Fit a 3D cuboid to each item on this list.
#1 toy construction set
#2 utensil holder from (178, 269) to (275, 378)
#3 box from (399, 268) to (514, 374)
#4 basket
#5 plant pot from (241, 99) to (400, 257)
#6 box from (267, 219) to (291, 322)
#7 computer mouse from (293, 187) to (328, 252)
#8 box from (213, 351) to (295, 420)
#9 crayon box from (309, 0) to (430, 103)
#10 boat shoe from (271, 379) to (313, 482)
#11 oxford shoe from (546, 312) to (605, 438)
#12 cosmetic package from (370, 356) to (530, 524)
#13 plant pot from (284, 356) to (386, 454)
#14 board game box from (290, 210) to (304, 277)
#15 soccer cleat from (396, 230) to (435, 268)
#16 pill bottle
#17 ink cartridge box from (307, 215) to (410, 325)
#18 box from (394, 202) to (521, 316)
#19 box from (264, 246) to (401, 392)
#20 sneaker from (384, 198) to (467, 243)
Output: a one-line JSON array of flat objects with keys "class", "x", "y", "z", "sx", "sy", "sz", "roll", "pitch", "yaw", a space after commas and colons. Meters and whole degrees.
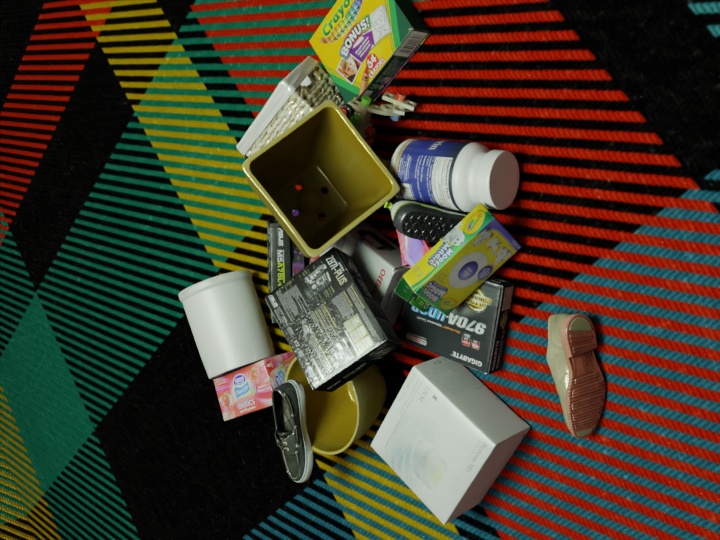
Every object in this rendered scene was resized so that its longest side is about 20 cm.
[{"class": "toy construction set", "x": 0.020, "y": -0.242, "z": 1.379, "sx": 0.131, "sy": 0.092, "sz": 0.201, "roll": 34, "pitch": 118, "yaw": 22}, {"class": "utensil holder", "x": -0.294, "y": 0.121, "z": 1.673, "sx": 0.169, "sy": 0.169, "sz": 0.201, "roll": -24, "pitch": 82, "yaw": 41}, {"class": "box", "x": 0.167, "y": 0.075, "z": 1.329, "sx": 0.199, "sy": 0.046, "sz": 0.160, "roll": 19, "pitch": 108, "yaw": 39}, {"class": "basket", "x": -0.125, "y": -0.287, "z": 1.453, "sx": 0.123, "sy": 0.136, "sz": 0.200, "roll": 40, "pitch": 132, "yaw": -8}, {"class": "plant pot", "x": -0.078, "y": -0.141, "z": 1.325, "sx": 0.196, "sy": 0.194, "sz": 0.200, "roll": 52, "pitch": 168, "yaw": 0}, {"class": "box", "x": -0.168, "y": -0.005, "z": 1.547, "sx": 0.200, "sy": 0.047, "sz": 0.195, "roll": -143, "pitch": 50, "yaw": -79}, {"class": "computer mouse", "x": -0.071, "y": -0.119, "z": 1.467, "sx": 0.059, "sy": 0.034, "sz": 0.201, "roll": 16, "pitch": 73, "yaw": 55}, {"class": "box", "x": -0.228, "y": 0.260, "z": 1.681, "sx": 0.199, "sy": 0.094, "sz": 0.103, "roll": -24, "pitch": 80, "yaw": 41}, {"class": "crayon box", "x": 0.011, "y": -0.431, "z": 1.386, "sx": 0.200, "sy": 0.058, "sz": 0.173, "roll": -45, "pitch": 67, "yaw": 37}, {"class": "boat shoe", "x": -0.138, "y": 0.312, "z": 1.441, "sx": 0.068, "sy": 0.056, "sz": 0.201, "roll": -2, "pitch": 95, "yaw": 42}, {"class": "oxford shoe", "x": 0.336, "y": 0.163, "z": 1.191, "sx": 0.074, "sy": 0.070, "sz": 0.201, "roll": -171, "pitch": 76, "yaw": -67}, {"class": "cosmetic package", "x": 0.154, "y": 0.294, "z": 1.325, "sx": 0.200, "sy": 0.123, "sz": 0.200, "roll": 41, "pitch": 121, "yaw": 29}, {"class": "plant pot", "x": -0.031, "y": 0.242, "z": 1.469, "sx": 0.199, "sy": 0.142, "sz": 0.202, "roll": 7, "pitch": 100, "yaw": 41}, {"class": "board game box", "x": -0.129, "y": -0.017, "z": 1.520, "sx": 0.120, "sy": 0.032, "sz": 0.201, "roll": 102, "pitch": 165, "yaw": -74}, {"class": "soccer cleat", "x": 0.091, "y": -0.049, "z": 1.332, "sx": 0.076, "sy": 0.067, "sz": 0.201, "roll": -39, "pitch": 50, "yaw": 14}, {"class": "pill bottle", "x": 0.156, "y": -0.159, "z": 1.259, "sx": 0.199, "sy": 0.115, "sz": 0.117, "roll": 12, "pitch": 104, "yaw": 40}, {"class": "ink cartridge box", "x": 0.000, "y": 0.000, "z": 1.444, "sx": 0.200, "sy": 0.083, "sz": 0.146, "roll": 40, "pitch": 121, "yaw": 31}, {"class": "box", "x": 0.157, "y": -0.006, "z": 1.226, "sx": 0.200, "sy": 0.117, "sz": 0.048, "roll": -43, "pitch": 50, "yaw": 12}, {"class": "box", "x": -0.050, "y": 0.089, "z": 1.343, "sx": 0.163, "sy": 0.086, "sz": 0.201, "roll": -36, "pitch": 69, "yaw": 11}, {"class": "sneaker", "x": 0.133, "y": -0.082, "z": 1.264, "sx": 0.072, "sy": 0.199, "sz": 0.083, "roll": -62, "pitch": 27, "yaw": 17}]
